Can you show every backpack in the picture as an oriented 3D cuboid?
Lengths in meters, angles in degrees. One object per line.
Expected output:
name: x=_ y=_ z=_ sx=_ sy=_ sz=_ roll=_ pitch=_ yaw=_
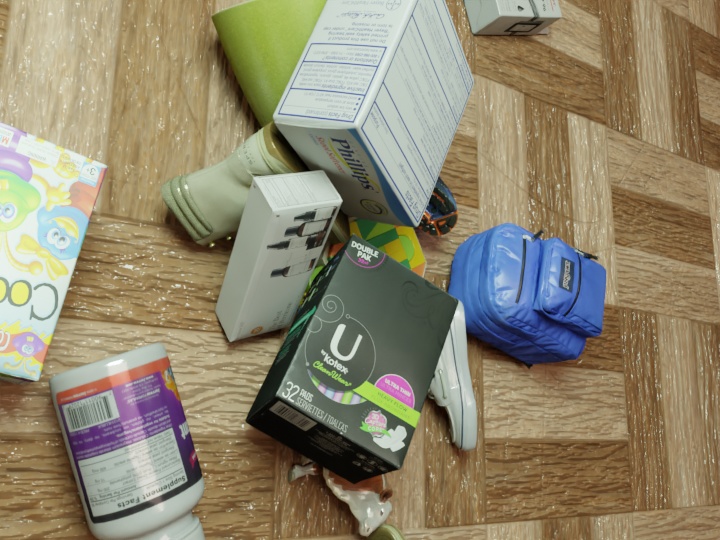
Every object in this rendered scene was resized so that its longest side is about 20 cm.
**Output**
backpack: x=0.231 y=0.021 z=0.940 sx=0.197 sy=0.167 sz=0.165 roll=23 pitch=61 yaw=-23

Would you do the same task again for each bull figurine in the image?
bull figurine: x=-0.016 y=0.202 z=0.791 sx=0.119 sy=0.065 sz=0.204 roll=13 pitch=68 yaw=-25

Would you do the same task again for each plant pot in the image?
plant pot: x=-0.061 y=-0.217 z=0.800 sx=0.185 sy=0.185 sz=0.204 roll=-25 pitch=111 yaw=-35

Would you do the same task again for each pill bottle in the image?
pill bottle: x=-0.212 y=0.181 z=0.636 sx=0.110 sy=0.111 sz=0.204 roll=-16 pitch=89 yaw=-35

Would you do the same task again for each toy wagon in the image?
toy wagon: x=0.000 y=0.000 z=0.861 sx=0.198 sy=0.039 sz=0.158 roll=-25 pitch=94 yaw=-35

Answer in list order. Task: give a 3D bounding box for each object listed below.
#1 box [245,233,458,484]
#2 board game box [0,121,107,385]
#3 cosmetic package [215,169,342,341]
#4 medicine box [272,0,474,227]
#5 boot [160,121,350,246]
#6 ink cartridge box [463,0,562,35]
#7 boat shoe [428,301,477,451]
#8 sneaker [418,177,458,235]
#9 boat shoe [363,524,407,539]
box: x=-0.007 y=0.096 z=0.724 sx=0.147 sy=0.124 sz=0.202 roll=32 pitch=58 yaw=-10
board game box: x=-0.318 y=-0.010 z=0.610 sx=0.102 sy=0.104 sz=0.204 roll=21 pitch=69 yaw=-29
cosmetic package: x=-0.091 y=-0.010 z=0.708 sx=0.081 sy=0.202 sz=0.051 roll=-11 pitch=54 yaw=-33
medicine box: x=0.024 y=-0.181 z=0.703 sx=0.182 sy=0.101 sz=0.203 roll=49 pitch=60 yaw=-55
boot: x=-0.108 y=-0.069 z=0.755 sx=0.200 sy=0.152 sz=0.073 roll=43 pitch=29 yaw=-55
ink cartridge box: x=0.261 y=-0.461 z=1.119 sx=0.197 sy=0.067 sz=0.118 roll=-14 pitch=88 yaw=-36
boat shoe: x=0.111 y=0.141 z=0.898 sx=0.065 sy=0.074 sz=0.205 roll=-7 pitch=91 yaw=-2
sneaker: x=0.058 y=-0.134 z=0.918 sx=0.201 sy=0.075 sz=0.078 roll=51 pitch=21 yaw=-4
boat shoe: x=0.060 y=0.392 z=0.805 sx=0.063 sy=0.072 sz=0.204 roll=-27 pitch=95 yaw=-61
